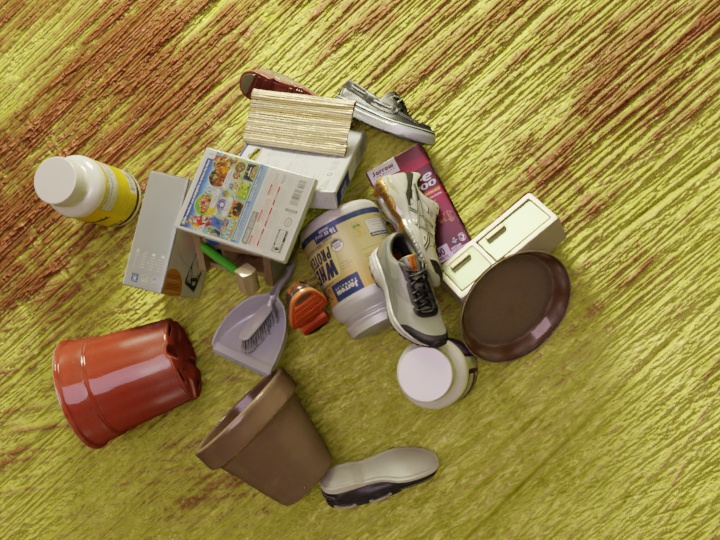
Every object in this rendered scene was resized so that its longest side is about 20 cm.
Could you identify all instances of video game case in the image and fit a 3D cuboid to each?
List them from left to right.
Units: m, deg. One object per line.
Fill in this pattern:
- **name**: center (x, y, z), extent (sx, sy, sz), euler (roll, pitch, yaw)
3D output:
- **video game case**: center (-0.182, -0.105, 1.374), extent (0.200, 0.018, 0.143), euler (18, 80, 17)

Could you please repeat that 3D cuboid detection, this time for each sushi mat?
- **sushi mat**: center (-0.106, -0.252, 1.466), extent (0.200, 0.012, 0.096), euler (11, 92, 21)

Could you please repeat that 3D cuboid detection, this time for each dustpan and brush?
- **dustpan and brush**: center (-0.163, 0.071, 1.507), extent (0.139, 0.057, 0.200), euler (20, 61, 30)

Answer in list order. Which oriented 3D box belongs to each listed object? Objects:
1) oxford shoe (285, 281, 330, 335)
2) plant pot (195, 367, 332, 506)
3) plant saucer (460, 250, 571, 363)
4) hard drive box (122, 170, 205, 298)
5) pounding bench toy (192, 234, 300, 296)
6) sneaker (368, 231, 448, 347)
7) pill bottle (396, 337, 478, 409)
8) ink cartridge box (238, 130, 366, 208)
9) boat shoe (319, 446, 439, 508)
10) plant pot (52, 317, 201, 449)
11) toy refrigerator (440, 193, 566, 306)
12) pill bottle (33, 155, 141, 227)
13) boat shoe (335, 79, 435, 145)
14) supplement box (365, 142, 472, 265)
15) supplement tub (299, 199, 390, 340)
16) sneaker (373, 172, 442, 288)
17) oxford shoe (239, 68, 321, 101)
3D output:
- **oxford shoe**: center (-0.100, 0.053, 1.425), extent (0.071, 0.200, 0.073), euler (-34, 75, -9)
- **plant pot**: center (-0.144, 0.289, 1.439), extent (0.200, 0.200, 0.175), euler (-44, 95, 7)
- **plant saucer**: center (0.239, 0.054, 1.365), extent (0.200, 0.200, 0.032), euler (-50, 35, 6)
- **hard drive box**: center (-0.324, -0.058, 1.515), extent (0.077, 0.156, 0.200), euler (12, 89, 15)
- **pounding bench toy**: center (-0.212, -0.049, 1.447), extent (0.156, 0.200, 0.124), euler (10, 129, 15)
- **sneaker**: center (0.074, 0.029, 1.295), extent (0.200, 0.074, 0.079), euler (63, 143, 29)
- **pill bottle**: center (0.119, 0.159, 1.357), extent (0.111, 0.200, 0.112), euler (-1, 85, 14)
- **ink cartridge box**: center (-0.109, -0.175, 1.463), extent (0.200, 0.200, 0.041), euler (5, 130, 15)
- **boat shoe**: center (0.034, 0.348, 1.436), extent (0.200, 0.074, 0.060), euler (-15, 123, -3)
- **plant pot**: center (-0.393, 0.183, 1.504), extent (0.195, 0.201, 0.201), euler (-19, 81, 4)
- **toy refrigerator**: center (0.224, -0.027, 1.386), extent (0.200, 0.070, 0.076), euler (-39, 51, -1)
- **pill bottle**: center (-0.485, -0.143, 1.540), extent (0.111, 0.200, 0.112), euler (-1, 84, 15)
- **boat shoe**: center (0.044, -0.274, 1.479), extent (0.200, 0.072, 0.071), euler (26, 96, 17)
- **supplement box**: center (0.102, -0.099, 1.456), extent (0.109, 0.061, 0.200), euler (-29, 78, 9)
- **supplement tub**: center (0.000, 0.000, 1.431), extent (0.144, 0.144, 0.200), euler (-28, 79, 11)
- **sneaker**: center (0.098, -0.071, 1.378), extent (0.088, 0.076, 0.200), euler (-19, 78, -21)
- **oxford shoe**: center (-0.111, -0.306, 1.519), extent (0.200, 0.075, 0.071), euler (31, 124, 11)
